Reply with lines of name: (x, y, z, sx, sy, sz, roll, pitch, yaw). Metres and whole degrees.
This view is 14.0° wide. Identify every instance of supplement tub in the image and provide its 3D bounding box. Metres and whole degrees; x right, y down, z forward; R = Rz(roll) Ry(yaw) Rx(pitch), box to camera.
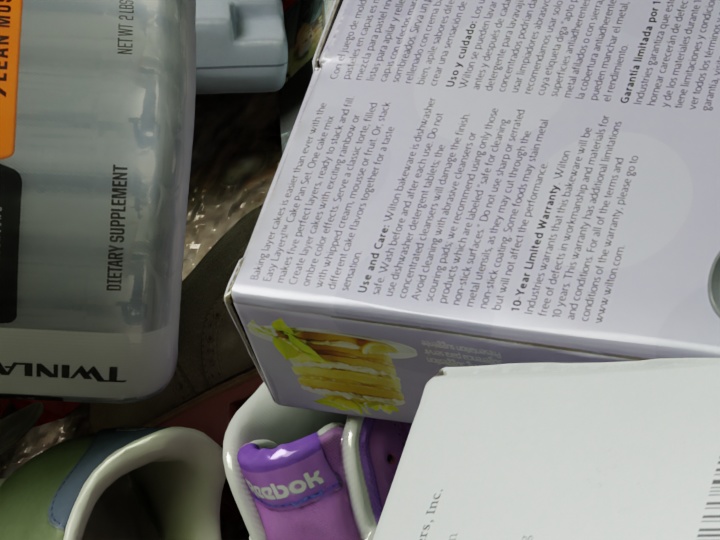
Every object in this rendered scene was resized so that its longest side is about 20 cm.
supplement tub: (-0.145, -0.030, 0.770, 0.199, 0.123, 0.123, 2, 46, -5)

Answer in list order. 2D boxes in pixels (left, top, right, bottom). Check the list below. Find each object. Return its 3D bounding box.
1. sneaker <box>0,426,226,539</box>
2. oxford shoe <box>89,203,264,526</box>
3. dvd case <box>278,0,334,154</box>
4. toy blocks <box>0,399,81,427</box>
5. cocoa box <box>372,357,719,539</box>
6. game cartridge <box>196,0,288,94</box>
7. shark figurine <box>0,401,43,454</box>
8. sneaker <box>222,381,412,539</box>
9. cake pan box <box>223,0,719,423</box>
sneaker: (-0.066, 0.127, 0.745, 0.090, 0.067, 0.201, -29, 49, 35)
oxford shoe: (0.000, 0.000, 0.813, 0.200, 0.070, 0.075, -29, 62, 20)
dvd case: (0.024, -0.094, 0.904, 0.146, 0.022, 0.200, -44, 32, 32)
toy blocks: (-0.166, 0.032, 0.936, 0.200, 0.100, 0.137, -29, 53, 2)
cocoa box: (0.068, 0.135, 0.608, 0.133, 0.131, 0.200, -4, 52, 36)
game cartridge: (-0.097, -0.116, 0.983, 0.133, 0.041, 0.200, 1, 34, -7)
shark figurine: (-0.187, -0.013, 0.867, 0.128, 0.089, 0.215, -24, 69, 18)
sneaker: (-0.005, 0.100, 0.715, 0.073, 0.114, 0.201, -14, 48, 27)
cake pan box: (0.084, -0.049, 0.702, 0.184, 0.052, 0.200, 7, 56, 19)
